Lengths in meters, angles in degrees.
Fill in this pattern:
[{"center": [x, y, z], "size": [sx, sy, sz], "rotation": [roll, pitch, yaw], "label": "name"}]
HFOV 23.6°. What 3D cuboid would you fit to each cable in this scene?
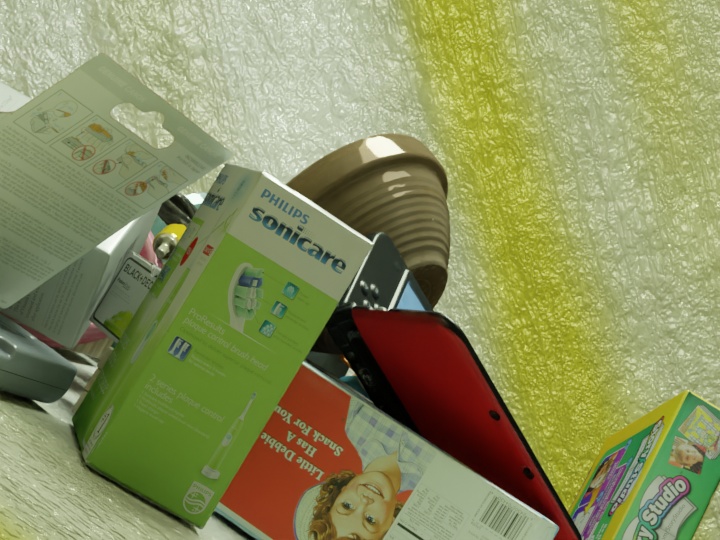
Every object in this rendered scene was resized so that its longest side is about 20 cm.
[{"center": [-0.126, -0.028, 1.399], "size": [0.097, 0.050, 0.200], "rotation": [24, 19, -17], "label": "cable"}]

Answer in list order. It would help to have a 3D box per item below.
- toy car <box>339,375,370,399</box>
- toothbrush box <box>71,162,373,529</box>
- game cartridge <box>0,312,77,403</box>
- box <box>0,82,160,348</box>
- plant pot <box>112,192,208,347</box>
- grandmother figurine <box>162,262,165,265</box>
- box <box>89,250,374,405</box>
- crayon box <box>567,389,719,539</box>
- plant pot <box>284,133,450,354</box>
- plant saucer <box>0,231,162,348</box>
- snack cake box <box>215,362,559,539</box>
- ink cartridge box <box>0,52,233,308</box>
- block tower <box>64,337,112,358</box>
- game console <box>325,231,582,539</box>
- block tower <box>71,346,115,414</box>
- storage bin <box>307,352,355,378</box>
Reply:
[{"center": [0.013, 0.152, 1.370], "size": [0.200, 0.149, 0.176], "rotation": [-89, 172, -58], "label": "toy car"}, {"center": [-0.090, 0.041, 1.071], "size": [0.086, 0.201, 0.146], "rotation": [33, -2, -14], "label": "toothbrush box"}, {"center": [-0.280, 0.020, 1.102], "size": [0.199, 0.041, 0.133], "rotation": [32, 1, 19], "label": "game cartridge"}, {"center": [-0.261, -0.053, 1.268], "size": [0.199, 0.098, 0.125], "rotation": [29, 35, 1], "label": "box"}, {"center": [-0.171, 0.039, 1.675], "size": [0.135, 0.200, 0.200], "rotation": [59, 9, 23], "label": "plant pot"}, {"center": [-0.178, 0.060, 1.511], "size": [0.061, 0.121, 0.200], "rotation": [61, -15, 20], "label": "grandmother figurine"}, {"center": [-0.086, 0.070, 1.238], "size": [0.200, 0.060, 0.117], "rotation": [34, -3, -32], "label": "box"}, {"center": [0.190, 0.201, 1.271], "size": [0.058, 0.201, 0.173], "rotation": [32, -21, -2], "label": "crayon box"}, {"center": [0.000, 0.000, 1.317], "size": [0.093, 0.201, 0.201], "rotation": [51, 6, 26], "label": "plant pot"}, {"center": [-0.256, -0.010, 1.345], "size": [0.200, 0.051, 0.201], "rotation": [18, 37, -14], "label": "plant saucer"}, {"center": [0.013, 0.159, 1.119], "size": [0.199, 0.115, 0.067], "rotation": [32, -3, 21], "label": "snack cake box"}, {"center": [-0.206, -0.065, 1.103], "size": [0.162, 0.200, 0.057], "rotation": [36, 20, -57], "label": "ink cartridge box"}, {"center": [-0.252, 0.035, 1.485], "size": [0.054, 0.058, 0.200], "rotation": [31, -1, 9], "label": "block tower"}, {"center": [0.076, 0.078, 1.183], "size": [0.201, 0.118, 0.173], "rotation": [60, 30, -22], "label": "game console"}, {"center": [-0.127, 0.111, 1.236], "size": [0.058, 0.054, 0.200], "rotation": [30, -4, 29], "label": "block tower"}, {"center": [-0.085, 0.076, 1.480], "size": [0.145, 0.201, 0.134], "rotation": [29, 8, 19], "label": "storage bin"}]
